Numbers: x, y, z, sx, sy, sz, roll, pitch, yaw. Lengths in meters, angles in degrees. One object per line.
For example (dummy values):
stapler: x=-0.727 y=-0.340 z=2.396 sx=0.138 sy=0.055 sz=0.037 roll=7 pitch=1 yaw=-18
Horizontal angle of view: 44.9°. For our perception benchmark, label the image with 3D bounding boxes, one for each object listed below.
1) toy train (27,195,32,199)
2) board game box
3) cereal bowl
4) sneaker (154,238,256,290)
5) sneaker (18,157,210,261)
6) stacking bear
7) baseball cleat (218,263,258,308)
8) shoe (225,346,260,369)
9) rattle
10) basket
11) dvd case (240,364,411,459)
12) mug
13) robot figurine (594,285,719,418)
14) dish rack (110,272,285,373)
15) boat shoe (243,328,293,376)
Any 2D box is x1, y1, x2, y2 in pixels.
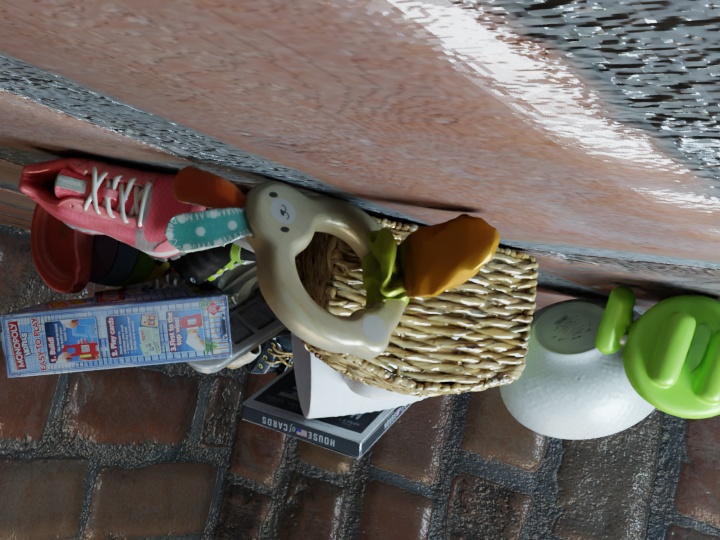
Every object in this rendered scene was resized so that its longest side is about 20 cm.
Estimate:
toy train: x=-0.298 y=-0.074 z=1.023 sx=0.056 sy=0.042 sz=0.200 roll=21 pitch=-178 yaw=33
board game box: x=-0.240 y=0.052 z=0.854 sx=0.199 sy=0.062 sz=0.200 roll=-6 pitch=-173 yaw=-17
cereal bowl: x=0.256 y=0.098 z=1.026 sx=0.199 sy=0.200 sz=0.084 roll=9 pitch=134 yaw=36
sneaker: x=-0.124 y=-0.021 z=0.791 sx=0.199 sy=0.083 sz=0.072 roll=15 pitch=-154 yaw=39
sneaker: x=-0.215 y=-0.057 z=0.745 sx=0.199 sy=0.074 sz=0.087 roll=8 pitch=172 yaw=32
stacking bear: x=-0.236 y=-0.034 z=0.939 sx=0.113 sy=0.122 sz=0.199 roll=5 pitch=180 yaw=44
baseball cleat: x=-0.101 y=-0.027 z=0.949 sx=0.200 sy=0.107 sz=0.070 roll=-25 pitch=116 yaw=42
shoe: x=-0.177 y=0.027 z=1.137 sx=0.070 sy=0.201 sz=0.053 roll=-18 pitch=179 yaw=-40
rattle: x=-0.029 y=-0.031 z=0.624 sx=0.200 sy=0.130 sz=0.143 roll=40 pitch=157 yaw=-14
basket: x=0.039 y=0.041 z=0.798 sx=0.199 sy=0.144 sz=0.149 roll=12 pitch=170 yaw=-19
dvd case: x=-0.020 y=0.138 z=0.997 sx=0.150 sy=0.025 sz=0.200 roll=13 pitch=-157 yaw=24
mug: x=0.027 y=0.081 z=0.899 sx=0.174 sy=0.149 sz=0.200 roll=-4 pitch=-163 yaw=-11
robot figurine: x=0.322 y=0.086 z=0.865 sx=0.175 sy=0.116 sz=0.200 roll=17 pitch=178 yaw=16
dish rack: x=-0.181 y=0.033 z=1.033 sx=0.200 sy=0.044 sz=0.171 roll=39 pitch=-128 yaw=25
boat shoe: x=-0.099 y=0.098 z=1.145 sx=0.070 sy=0.091 sz=0.200 roll=14 pitch=173 yaw=-22
